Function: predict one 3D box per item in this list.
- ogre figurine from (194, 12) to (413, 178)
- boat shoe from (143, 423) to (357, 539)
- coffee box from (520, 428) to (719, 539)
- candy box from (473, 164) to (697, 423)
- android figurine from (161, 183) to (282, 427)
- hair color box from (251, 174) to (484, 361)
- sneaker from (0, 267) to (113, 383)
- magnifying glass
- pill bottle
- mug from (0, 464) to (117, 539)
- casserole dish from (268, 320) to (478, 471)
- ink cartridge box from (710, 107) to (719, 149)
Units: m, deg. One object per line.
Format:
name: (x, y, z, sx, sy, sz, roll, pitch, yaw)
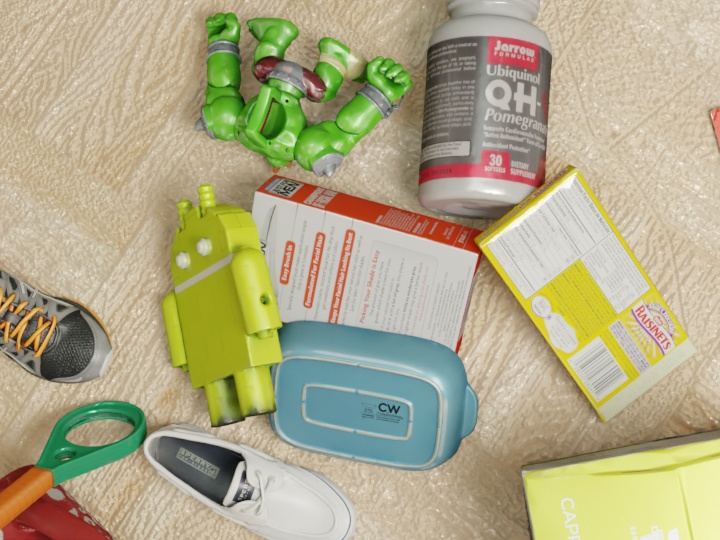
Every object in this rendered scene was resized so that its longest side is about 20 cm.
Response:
ogre figurine: (-0.067, -0.155, 1.065, 0.198, 0.098, 0.121, 26, 75, -1)
boat shoe: (-0.100, 0.191, 1.040, 0.197, 0.065, 0.075, 18, 85, 10)
coffee box: (0.234, 0.235, 0.921, 0.197, 0.198, 0.203, -10, 81, 6)
candy box: (0.189, 0.022, 0.997, 0.102, 0.026, 0.201, -37, 108, -1)
android figurine: (-0.121, 0.029, 1.025, 0.041, 0.181, 0.203, -8, 82, -33)
hair color box: (0.000, 0.000, 1.033, 0.197, 0.064, 0.112, 16, 112, 8)
sneaker: (-0.316, 0.043, 1.084, 0.198, 0.077, 0.079, 26, 85, 9)
magnifying glass: (-0.253, 0.164, 1.009, 0.079, 0.200, 0.023, 10, 114, 24)
pill bottle: (0.109, -0.151, 1.031, 0.109, 0.111, 0.203, 3, 83, 8)
mug: (-0.239, 0.258, 1.015, 0.200, 0.133, 0.178, 42, 113, 15)
casserole dish: (0.001, 0.112, 1.021, 0.197, 0.039, 0.123, 9, 114, 12)
ink cartridge box: (0.401, -0.064, 1.012, 0.160, 0.050, 0.203, -14, 84, 6)
